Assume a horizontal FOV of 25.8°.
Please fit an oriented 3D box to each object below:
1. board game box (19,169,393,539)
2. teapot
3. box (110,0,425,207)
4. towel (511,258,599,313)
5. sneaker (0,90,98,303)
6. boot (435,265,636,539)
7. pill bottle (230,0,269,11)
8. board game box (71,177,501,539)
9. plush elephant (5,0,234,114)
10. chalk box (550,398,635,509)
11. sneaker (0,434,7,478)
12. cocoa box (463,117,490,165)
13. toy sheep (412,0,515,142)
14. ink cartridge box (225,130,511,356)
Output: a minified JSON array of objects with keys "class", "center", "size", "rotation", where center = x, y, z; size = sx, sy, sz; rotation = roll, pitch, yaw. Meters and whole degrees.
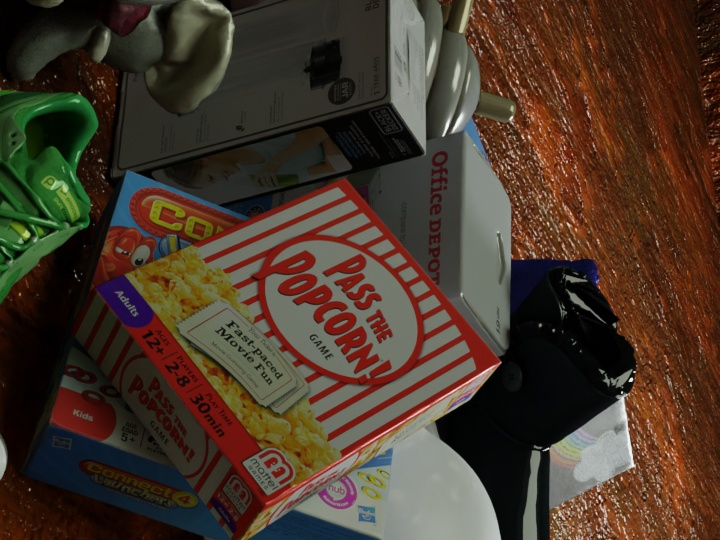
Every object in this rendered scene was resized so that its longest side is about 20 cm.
[{"class":"board game box","center":[-0.075,0.059,0.927],"size":[0.199,0.056,0.196],"rotation":[21,46,-14]},{"class":"teapot","center":[-0.010,0.154,1.025],"size":[0.200,0.196,0.147],"rotation":[-170,-115,-79]},{"class":"box","center":[-0.059,-0.113,1.027],"size":[0.060,0.199,0.117],"rotation":[51,32,-51]},{"class":"towel","center":[0.101,0.048,1.335],"size":[0.148,0.199,0.050],"rotation":[-71,151,-51]},{"class":"sneaker","center":[-0.188,-0.030,0.816],"size":[0.201,0.083,0.074],"rotation":[-81,150,-42]},{"class":"boot","center":[0.124,0.116,1.091],"size":[0.076,0.168,0.201],"rotation":[7,58,-31]},{"class":"pill bottle","center":[-0.044,-0.242,1.251],"size":[0.112,0.112,0.201],"rotation":[52,34,-48]},{"class":"board game box","center":[-0.038,0.044,0.888],"size":[0.200,0.046,0.152],"rotation":[-27,70,-42]},{"class":"plush elephant","center":[-0.154,-0.175,0.924],"size":[0.200,0.165,0.155],"rotation":[-24,143,-37]},{"class":"chalk box","center":[0.119,0.138,1.373],"size":[0.124,0.199,0.125],"rotation":[57,-12,46]},{"class":"sneaker","center":[-0.225,0.068,0.680],"size":[0.116,0.075,0.201],"rotation":[-80,152,-48]},{"class":"cocoa box","center":[0.031,-0.036,1.295],"size":[0.200,0.133,0.132],"rotation":[-66,137,-57]},{"class":"toy sheep","center":[0.019,-0.146,1.128],"size":[0.138,0.199,0.139],"rotation":[-165,-90,-84]},{"class":"ink cartridge box","center":[0.000,0.000,1.108],"size":[0.085,0.199,0.145],"rotation":[52,32,-48]}]
